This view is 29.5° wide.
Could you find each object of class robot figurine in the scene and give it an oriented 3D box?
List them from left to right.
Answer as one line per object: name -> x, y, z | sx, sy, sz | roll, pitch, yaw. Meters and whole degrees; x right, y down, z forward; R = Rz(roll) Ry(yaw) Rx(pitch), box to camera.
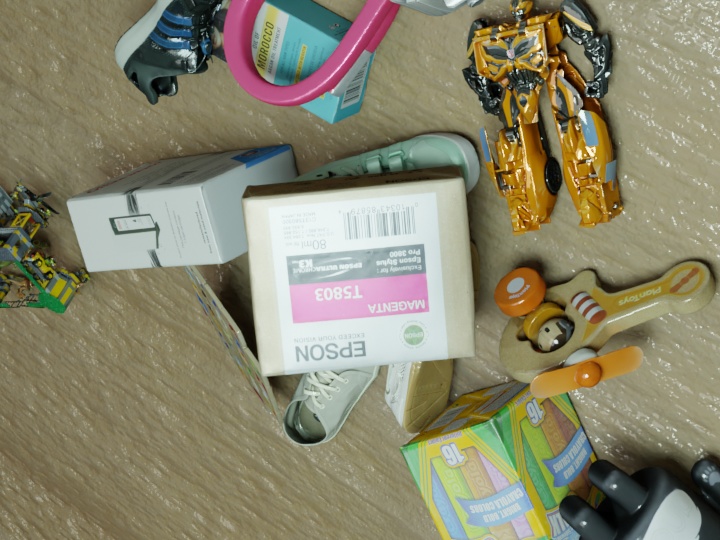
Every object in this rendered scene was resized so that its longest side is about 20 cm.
robot figurine -> 0.156, -0.135, 1.174 | 0.144, 0.058, 0.202 | -6, 105, 38
robot figurine -> 0.269, 0.254, 1.198 | 0.200, 0.125, 0.150 | 40, 127, -5

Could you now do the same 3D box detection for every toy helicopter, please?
toy helicopter -> 0.210, 0.046, 1.177 | 0.198, 0.133, 0.079 | -22, 126, 24

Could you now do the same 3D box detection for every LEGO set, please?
LEGO set -> -0.410, -0.034, 1.641 | 0.199, 0.116, 0.154 | -7, 134, 43

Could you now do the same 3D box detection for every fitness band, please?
fitness band -> -0.044, -0.243, 1.244 | 0.143, 0.037, 0.201 | 41, 103, 21

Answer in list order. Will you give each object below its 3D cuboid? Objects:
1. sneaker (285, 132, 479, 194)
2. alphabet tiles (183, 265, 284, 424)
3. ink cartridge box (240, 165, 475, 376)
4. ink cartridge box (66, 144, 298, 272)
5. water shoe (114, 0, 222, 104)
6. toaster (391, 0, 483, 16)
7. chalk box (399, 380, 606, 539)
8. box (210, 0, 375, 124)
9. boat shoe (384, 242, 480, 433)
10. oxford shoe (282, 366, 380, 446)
sneaker -> 0.010, -0.071, 1.274 | 0.199, 0.118, 0.075 | -11, 101, 38
alphabet tiles -> -0.135, 0.073, 1.431 | 0.167, 0.006, 0.201 | 52, 167, 27
ink cartridge box -> 0.000, 0.000, 1.220 | 0.197, 0.075, 0.167 | -6, 102, 1
ink cartridge box -> -0.178, -0.063, 1.402 | 0.198, 0.146, 0.085 | -3, 108, 39
water shoe -> -0.160, -0.232, 1.305 | 0.079, 0.071, 0.200 | 55, 138, -1
toaster -> 0.039, -0.307, 1.129 | 0.113, 0.129, 0.201 | -30, 90, 20
chalk box -> 0.152, 0.217, 1.287 | 0.123, 0.124, 0.202 | -24, 95, 41
box -> -0.081, -0.226, 1.322 | 0.199, 0.049, 0.083 | 32, 125, 23
boat shoe -> 0.058, 0.055, 1.323 | 0.069, 0.070, 0.202 | 36, 118, 46
oxford shoe -> -0.030, 0.112, 1.424 | 0.075, 0.058, 0.201 | 38, 126, 20
